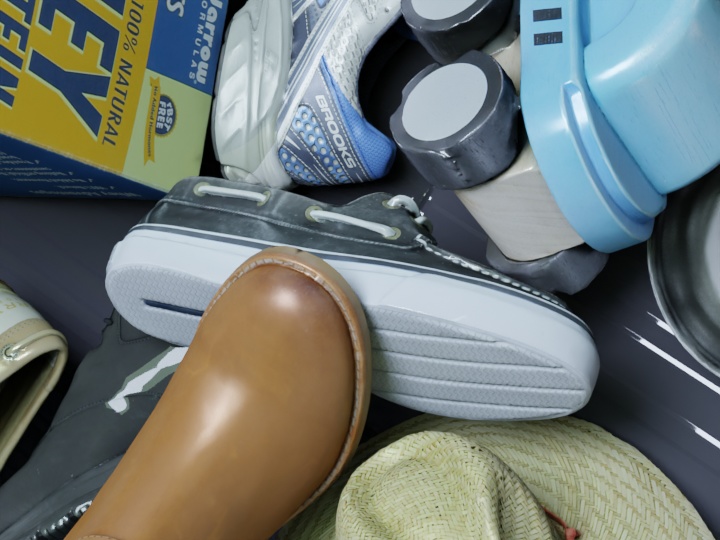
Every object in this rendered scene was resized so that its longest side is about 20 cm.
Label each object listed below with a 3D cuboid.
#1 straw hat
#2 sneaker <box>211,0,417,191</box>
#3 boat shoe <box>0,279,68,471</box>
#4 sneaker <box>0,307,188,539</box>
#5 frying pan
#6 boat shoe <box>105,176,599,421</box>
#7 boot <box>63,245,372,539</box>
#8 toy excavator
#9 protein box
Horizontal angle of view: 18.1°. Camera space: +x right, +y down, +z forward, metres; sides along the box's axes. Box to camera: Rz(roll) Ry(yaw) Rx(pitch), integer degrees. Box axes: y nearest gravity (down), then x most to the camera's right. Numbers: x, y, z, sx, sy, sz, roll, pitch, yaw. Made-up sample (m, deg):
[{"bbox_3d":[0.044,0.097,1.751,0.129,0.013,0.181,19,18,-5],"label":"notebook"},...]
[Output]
[{"bbox_3d":[0.033,0.108,0.826,0.199,0.085,0.202,-10,50,12],"label":"straw hat"},{"bbox_3d":[-0.004,-0.129,0.949,0.085,0.077,0.202,6,88,12],"label":"sneaker"},{"bbox_3d":[-0.190,0.100,0.951,0.063,0.073,0.201,34,94,38],"label":"boat shoe"},{"bbox_3d":[-0.087,0.057,0.939,0.199,0.076,0.091,-36,62,0],"label":"sneaker"},{"bbox_3d":[0.185,0.023,0.857,0.115,0.031,0.191,-33,80,17],"label":"frying pan"},{"bbox_3d":[0.000,0.000,0.858,0.199,0.072,0.071,14,57,19],"label":"boat shoe"},{"bbox_3d":[-0.079,0.093,0.801,0.077,0.155,0.200,40,123,7],"label":"boot"},{"bbox_3d":[0.124,-0.104,0.859,0.199,0.100,0.195,-17,46,23],"label":"toy excavator"},{"bbox_3d":[-0.191,-0.117,0.914,0.198,0.199,0.136,3,80,39],"label":"protein box"}]
